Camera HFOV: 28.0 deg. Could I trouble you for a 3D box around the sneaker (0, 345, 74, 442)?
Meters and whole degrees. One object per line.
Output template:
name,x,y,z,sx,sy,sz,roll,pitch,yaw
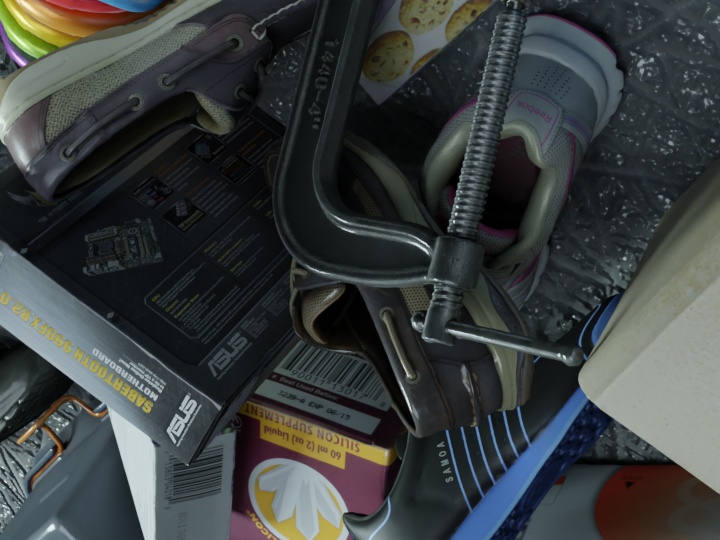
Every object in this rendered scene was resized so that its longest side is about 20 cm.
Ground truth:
sneaker,-0.275,0.083,0.998,0.200,0.076,0.091,-30,93,36

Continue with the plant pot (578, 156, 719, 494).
plant pot,0.235,0.001,0.571,0.200,0.200,0.177,36,121,5

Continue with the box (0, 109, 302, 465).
box,-0.091,-0.015,0.735,0.158,0.200,0.048,35,129,5

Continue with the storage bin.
storage bin,-0.177,0.168,0.946,0.146,0.134,0.200,45,130,-7

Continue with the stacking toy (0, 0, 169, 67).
stacking toy,-0.155,-0.143,0.770,0.116,0.110,0.200,34,146,-2

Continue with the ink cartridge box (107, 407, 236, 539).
ink cartridge box,-0.124,0.056,0.854,0.109,0.050,0.201,99,155,-45

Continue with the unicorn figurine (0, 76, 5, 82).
unicorn figurine,-0.241,-0.090,0.793,0.137,0.074,0.200,32,146,-11

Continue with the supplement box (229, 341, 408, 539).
supplement box,-0.018,0.142,0.871,0.110,0.086,0.201,17,127,20

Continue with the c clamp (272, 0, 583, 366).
c clamp,0.036,-0.065,0.625,0.170,0.027,0.201,4,82,37

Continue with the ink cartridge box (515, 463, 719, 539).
ink cartridge box,0.119,0.171,0.732,0.161,0.200,0.050,-5,114,31

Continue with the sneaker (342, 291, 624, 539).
sneaker,0.071,0.081,0.745,0.078,0.070,0.200,38,89,24

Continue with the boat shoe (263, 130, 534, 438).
boat shoe,0.000,0.000,0.677,0.200,0.073,0.075,46,155,41

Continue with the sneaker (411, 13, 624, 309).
sneaker,0.056,-0.027,0.715,0.081,0.088,0.201,28,130,12

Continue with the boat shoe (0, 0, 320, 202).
boat shoe,-0.078,-0.094,0.694,0.065,0.199,0.072,62,168,9

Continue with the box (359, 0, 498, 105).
box,0.063,-0.150,0.663,0.041,0.039,0.200,48,131,-5
